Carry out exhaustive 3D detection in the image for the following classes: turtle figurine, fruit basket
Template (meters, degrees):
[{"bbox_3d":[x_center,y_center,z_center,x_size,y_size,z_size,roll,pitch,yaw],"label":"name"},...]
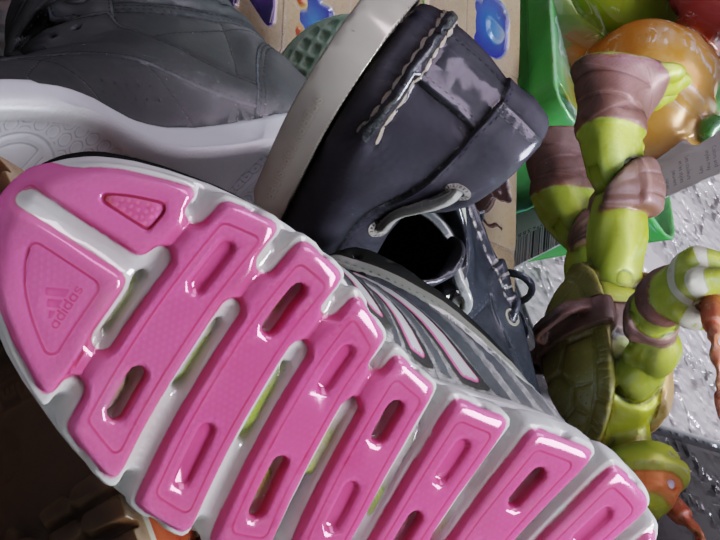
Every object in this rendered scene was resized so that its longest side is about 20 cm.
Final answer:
[{"bbox_3d":[0.083,0.022,0.904,0.200,0.064,0.162,92,-5,-63],"label":"turtle figurine"},{"bbox_3d":[0.130,-0.089,1.046,0.094,0.199,0.186,54,23,-35],"label":"fruit basket"}]

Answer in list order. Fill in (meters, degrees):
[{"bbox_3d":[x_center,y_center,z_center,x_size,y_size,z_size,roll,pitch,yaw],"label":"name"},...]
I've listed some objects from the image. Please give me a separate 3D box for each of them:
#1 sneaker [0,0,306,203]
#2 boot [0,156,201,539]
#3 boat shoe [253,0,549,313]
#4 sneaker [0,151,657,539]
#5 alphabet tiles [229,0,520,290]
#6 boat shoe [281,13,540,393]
[{"bbox_3d":[-0.095,-0.047,0.789,0.199,0.071,0.099,-4,42,-45],"label":"sneaker"},{"bbox_3d":[-0.065,0.072,0.693,0.107,0.075,0.201,37,36,-56],"label":"boot"},{"bbox_3d":[0.000,0.000,0.754,0.062,0.200,0.073,31,57,5],"label":"boat shoe"},{"bbox_3d":[-0.018,0.026,0.666,0.199,0.074,0.087,29,6,-34],"label":"sneaker"},{"bbox_3d":[0.003,-0.058,0.933,0.167,0.008,0.202,21,64,-48],"label":"alphabet tiles"},{"bbox_3d":[0.016,0.018,0.865,0.062,0.074,0.201,-4,77,-65],"label":"boat shoe"}]
